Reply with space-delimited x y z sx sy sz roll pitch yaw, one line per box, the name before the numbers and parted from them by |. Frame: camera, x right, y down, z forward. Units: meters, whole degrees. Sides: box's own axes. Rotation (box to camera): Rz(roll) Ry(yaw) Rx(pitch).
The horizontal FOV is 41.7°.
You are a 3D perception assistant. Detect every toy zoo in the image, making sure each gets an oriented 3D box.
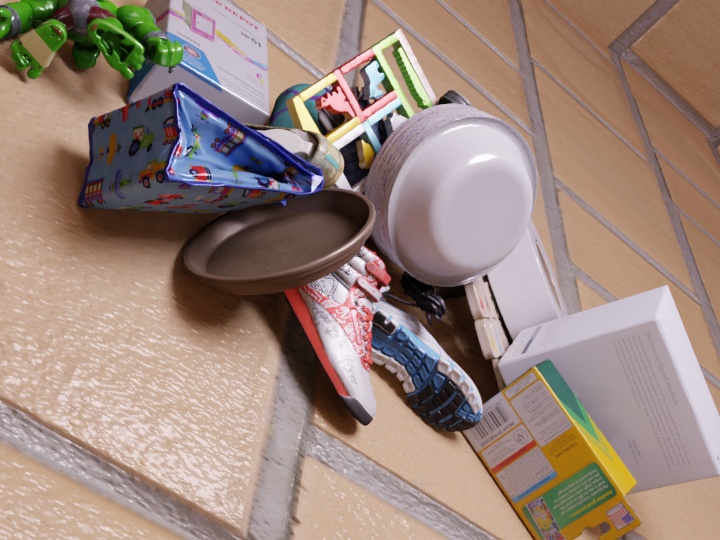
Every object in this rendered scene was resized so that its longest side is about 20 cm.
toy zoo | 0.002 -0.168 1.069 0.200 0.020 0.132 -37 107 -25

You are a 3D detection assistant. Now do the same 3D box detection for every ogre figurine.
ogre figurine | -0.286 -0.253 0.986 0.120 0.198 0.099 -100 180 -58

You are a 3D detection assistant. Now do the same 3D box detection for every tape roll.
tape roll | 0.227 0.018 1.297 0.203 0.070 0.203 59 18 -33

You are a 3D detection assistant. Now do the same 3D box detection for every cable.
cable | 0.112 -0.191 1.182 0.097 0.050 0.200 52 -10 14

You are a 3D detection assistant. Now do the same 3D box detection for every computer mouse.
computer mouse | 0.000 0.000 1.060 0.199 0.044 0.110 21 13 -11

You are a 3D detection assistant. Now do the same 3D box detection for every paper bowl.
paper bowl | 0.112 -0.078 1.061 0.200 0.202 0.104 25 8 -34

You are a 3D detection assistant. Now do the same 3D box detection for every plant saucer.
plant saucer | -0.080 -0.029 0.949 0.200 0.198 0.030 -66 147 -58

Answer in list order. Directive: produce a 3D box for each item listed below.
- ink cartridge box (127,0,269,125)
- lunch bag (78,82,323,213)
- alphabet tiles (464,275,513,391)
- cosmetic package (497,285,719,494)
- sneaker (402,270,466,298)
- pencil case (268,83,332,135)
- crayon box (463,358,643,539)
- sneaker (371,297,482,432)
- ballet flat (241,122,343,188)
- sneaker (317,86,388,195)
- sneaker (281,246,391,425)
ink cartridge box | -0.190 -0.251 1.134 0.144 0.085 0.201 28 34 -30
lunch bag | -0.145 -0.091 0.919 0.199 0.150 0.095 16 73 -44
alphabet tiles | 0.171 0.063 1.211 0.200 0.014 0.197 13 61 -71
cosmetic package | 0.304 0.152 1.133 0.123 0.199 0.201 -37 105 -60
sneaker | 0.106 0.004 1.247 0.071 0.075 0.200 56 9 23
pencil case | -0.074 -0.156 1.172 0.092 0.085 0.201 23 36 -11
crayon box | 0.218 0.220 1.069 0.051 0.126 0.201 -11 63 -56
sneaker | 0.068 0.096 1.078 0.200 0.075 0.087 46 24 -4
ballet flat | -0.114 -0.129 1.002 0.198 0.071 0.071 11 21 22
sneaker | 0.025 -0.162 1.167 0.202 0.076 0.147 -38 105 -57
sneaker | -0.006 0.049 0.977 0.202 0.107 0.067 60 -3 14
